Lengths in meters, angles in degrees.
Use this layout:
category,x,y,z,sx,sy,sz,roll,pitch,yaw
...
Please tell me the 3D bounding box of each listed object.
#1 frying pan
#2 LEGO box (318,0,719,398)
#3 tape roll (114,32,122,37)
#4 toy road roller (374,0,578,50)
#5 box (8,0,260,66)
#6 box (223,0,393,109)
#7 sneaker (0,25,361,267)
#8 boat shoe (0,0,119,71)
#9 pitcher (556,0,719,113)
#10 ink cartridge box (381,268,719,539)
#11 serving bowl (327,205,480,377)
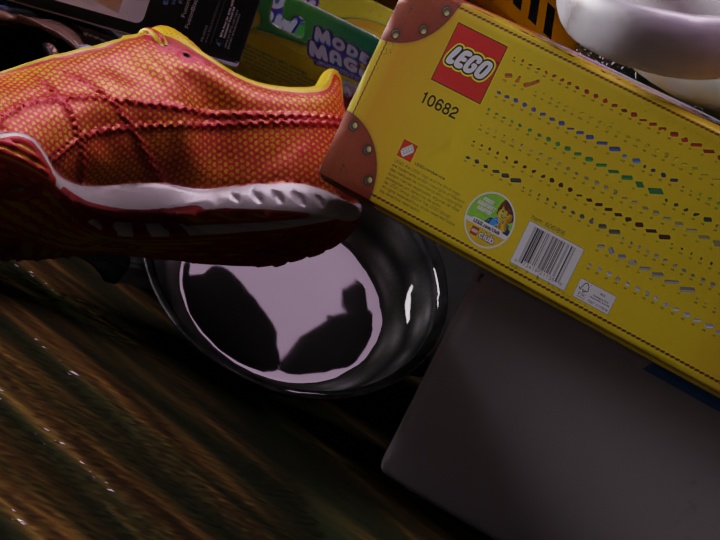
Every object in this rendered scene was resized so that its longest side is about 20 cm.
category,x,y,z,sx,sy,sz,roll,pitch,yaw
frying pan,-0.056,0.009,0.989,0.189,0.031,0.115,-13,60,-30
LEGO box,0.109,-0.014,0.957,0.200,0.077,0.149,29,7,28
tape roll,-0.183,-0.131,1.407,0.202,0.037,0.203,26,-12,6
toy road roller,0.030,-0.145,1.335,0.123,0.147,0.200,9,-18,38
box,-0.145,-0.145,1.106,0.199,0.060,0.117,14,11,-34
box,-0.023,-0.079,1.317,0.117,0.048,0.200,27,-23,15
sneaker,-0.092,-0.046,0.948,0.199,0.078,0.073,5,-24,-36
boat shoe,-0.137,-0.066,1.076,0.072,0.073,0.200,16,9,35
pitcher,0.125,-0.108,0.984,0.171,0.122,0.200,7,24,-23
ink cartridge box,0.113,0.071,1.024,0.146,0.085,0.200,29,5,19
serving bowl,0.000,0.000,1.148,0.199,0.066,0.200,17,5,-1
